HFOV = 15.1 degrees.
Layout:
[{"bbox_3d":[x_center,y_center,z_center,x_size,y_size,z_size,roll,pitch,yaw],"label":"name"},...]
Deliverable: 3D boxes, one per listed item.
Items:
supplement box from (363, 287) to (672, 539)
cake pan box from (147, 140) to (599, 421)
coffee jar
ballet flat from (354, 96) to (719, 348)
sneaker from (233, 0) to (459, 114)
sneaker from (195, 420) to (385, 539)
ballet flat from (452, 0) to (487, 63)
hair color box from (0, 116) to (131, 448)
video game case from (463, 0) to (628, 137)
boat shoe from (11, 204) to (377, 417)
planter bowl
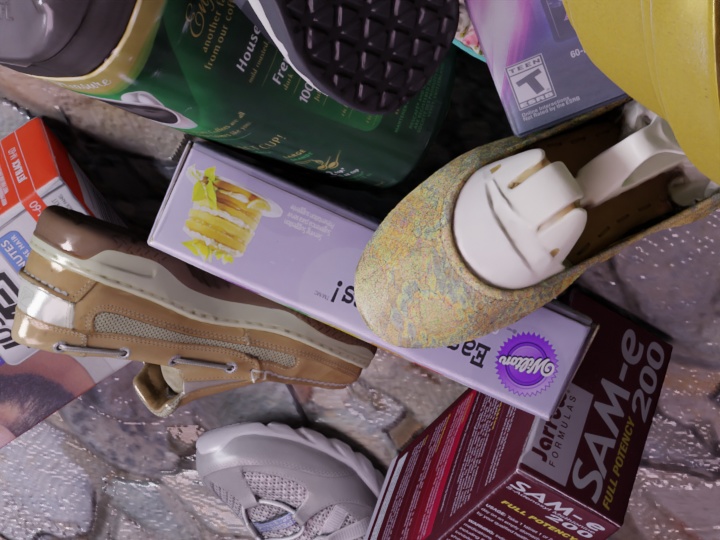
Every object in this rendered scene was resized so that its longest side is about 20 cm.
[{"bbox_3d":[0.066,0.106,1.310,0.061,0.109,0.200,28,144,-10],"label":"supplement box"},{"bbox_3d":[0.000,0.000,1.182,0.183,0.053,0.200,26,-179,-5],"label":"cake pan box"},{"bbox_3d":[-0.064,-0.098,1.076,0.199,0.086,0.104,19,176,-39],"label":"coffee jar"},{"bbox_3d":[0.088,-0.032,1.074,0.071,0.199,0.071,48,152,36],"label":"ballet flat"},{"bbox_3d":[-0.037,-0.139,0.988,0.200,0.072,0.083,46,180,-39],"label":"sneaker"},{"bbox_3d":[-0.013,0.154,1.430,0.075,0.082,0.200,-22,126,43],"label":"sneaker"},{"bbox_3d":[0.019,-0.140,1.060,0.199,0.076,0.064,29,131,-14],"label":"ballet flat"},{"bbox_3d":[-0.200,0.032,1.300,0.199,0.064,0.111,-33,126,6],"label":"hair color box"},{"bbox_3d":[0.096,-0.148,1.001,0.142,0.019,0.200,-21,134,4],"label":"video game case"},{"bbox_3d":[-0.081,0.031,1.267,0.199,0.077,0.072,20,-176,-37],"label":"boat shoe"},{"bbox_3d":[0.121,-0.118,0.934,0.083,0.201,0.201,9,142,27],"label":"planter bowl"}]
